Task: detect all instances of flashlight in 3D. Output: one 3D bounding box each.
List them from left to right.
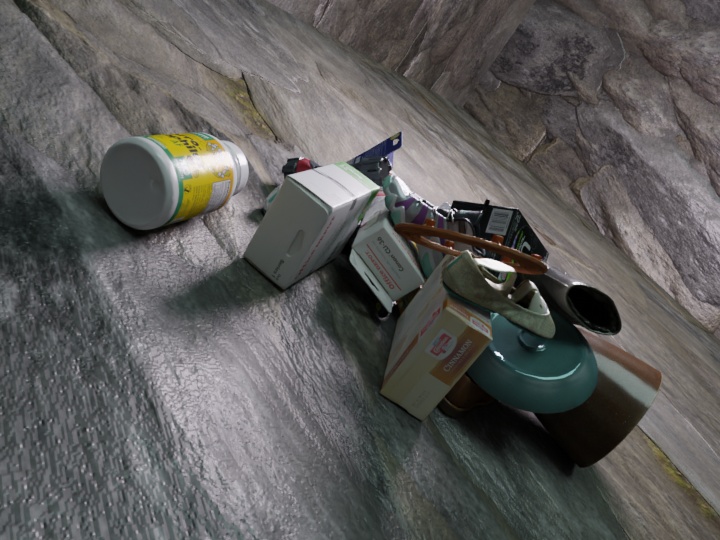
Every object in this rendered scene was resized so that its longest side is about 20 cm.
[{"bbox_3d":[-0.042,-0.174,1.046,0.068,0.198,0.068,43,52,-58],"label":"flashlight"}]

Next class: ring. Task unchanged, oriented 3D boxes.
[{"bbox_3d":[0.139,-0.032,0.742,0.199,0.019,0.200,17,-3,1],"label":"ring"}]

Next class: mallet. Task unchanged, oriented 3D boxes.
[{"bbox_3d":[0.000,0.000,0.972,0.041,0.066,0.201,14,47,-39],"label":"mallet"}]

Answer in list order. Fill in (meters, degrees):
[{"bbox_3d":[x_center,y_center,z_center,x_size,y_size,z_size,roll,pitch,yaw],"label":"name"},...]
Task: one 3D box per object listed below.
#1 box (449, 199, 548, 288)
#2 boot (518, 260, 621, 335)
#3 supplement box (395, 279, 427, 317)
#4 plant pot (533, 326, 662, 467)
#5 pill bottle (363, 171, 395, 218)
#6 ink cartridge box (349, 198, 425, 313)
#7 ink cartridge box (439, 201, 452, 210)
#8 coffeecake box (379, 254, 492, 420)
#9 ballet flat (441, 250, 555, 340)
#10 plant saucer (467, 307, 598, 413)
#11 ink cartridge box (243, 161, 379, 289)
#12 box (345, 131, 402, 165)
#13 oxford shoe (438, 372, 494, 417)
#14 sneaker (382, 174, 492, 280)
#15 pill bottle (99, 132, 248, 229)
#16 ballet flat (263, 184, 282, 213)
[{"bbox_3d":[0.229,-0.010,1.022,0.123,0.150,0.200,14,-13,36],"label":"box"},{"bbox_3d":[0.338,0.051,0.883,0.181,0.073,0.200,29,3,-13],"label":"boot"},{"bbox_3d":[0.160,0.084,0.982,0.199,0.069,0.067,24,24,-19],"label":"supplement box"},{"bbox_3d":[0.317,0.161,0.904,0.200,0.188,0.187,41,25,13],"label":"plant pot"},{"bbox_3d":[0.036,-0.127,1.138,0.113,0.114,0.201,28,26,-17],"label":"pill bottle"},{"bbox_3d":[0.053,-0.034,0.947,0.117,0.067,0.200,51,26,-17],"label":"ink cartridge box"},{"bbox_3d":[0.199,-0.054,1.199,0.200,0.116,0.067,46,0,23],"label":"ink cartridge box"},{"bbox_3d":[0.108,0.082,0.813,0.073,0.154,0.200,33,25,-4],"label":"coffeecake box"},{"bbox_3d":[0.194,0.033,0.751,0.199,0.063,0.068,24,25,-27],"label":"ballet flat"},{"bbox_3d":[0.237,0.106,0.818,0.198,0.036,0.201,3,41,-2],"label":"plant saucer"},{"bbox_3d":[-0.067,-0.074,0.873,0.084,0.147,0.200,37,24,8],"label":"ink cartridge box"},{"bbox_3d":[0.000,-0.196,1.125,0.033,0.199,0.121,56,18,-21],"label":"box"},{"bbox_3d":[0.181,0.159,0.875,0.071,0.072,0.199,42,23,18],"label":"oxford shoe"},{"bbox_3d":[0.132,-0.084,0.902,0.201,0.139,0.078,58,24,-5],"label":"sneaker"},{"bbox_3d":[-0.238,-0.127,0.789,0.113,0.113,0.200,39,25,8],"label":"pill bottle"},{"bbox_3d":[-0.081,-0.113,1.022,0.199,0.070,0.070,2,40,-51],"label":"ballet flat"}]
